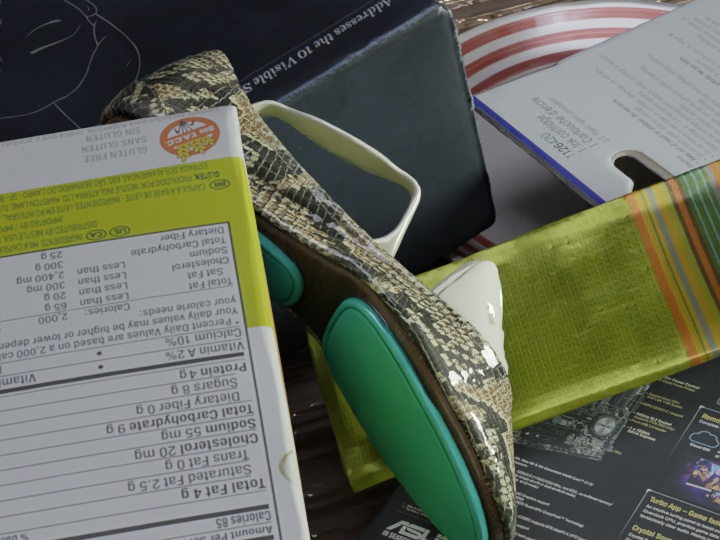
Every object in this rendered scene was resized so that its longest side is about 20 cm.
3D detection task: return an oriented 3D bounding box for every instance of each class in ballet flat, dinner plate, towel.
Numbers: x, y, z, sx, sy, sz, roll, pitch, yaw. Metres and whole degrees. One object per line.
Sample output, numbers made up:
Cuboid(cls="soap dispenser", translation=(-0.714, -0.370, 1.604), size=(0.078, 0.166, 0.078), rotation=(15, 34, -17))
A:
Cuboid(cls="ballet flat", translation=(0.000, 0.000, 0.728), size=(0.075, 0.068, 0.200), rotation=(-40, 81, -25))
Cuboid(cls="dinner plate", translation=(0.106, -0.050, 0.922), size=(0.200, 0.024, 0.200), rotation=(-5, 42, 4))
Cuboid(cls="towel", translation=(0.080, 0.011, 0.771), size=(0.200, 0.018, 0.086), rotation=(-21, 43, 3))

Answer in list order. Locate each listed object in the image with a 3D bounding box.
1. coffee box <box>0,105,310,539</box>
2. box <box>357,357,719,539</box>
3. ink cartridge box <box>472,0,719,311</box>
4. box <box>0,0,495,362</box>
Cuboid(cls="coffee box", translation=(-0.112, 0.101, 0.640), size=(0.200, 0.200, 0.198), rotation=(-10, 46, -4))
Cuboid(cls="box", translation=(0.123, 0.087, 0.750), size=(0.200, 0.044, 0.160), rotation=(18, 47, 25))
Cuboid(cls="ink cartridge box", translation=(0.178, -0.048, 0.857), size=(0.200, 0.047, 0.198), rotation=(-27, 42, -18))
Cuboid(cls="box", translation=(-0.088, -0.058, 0.866), size=(0.200, 0.124, 0.197), rotation=(-33, 45, -15))
